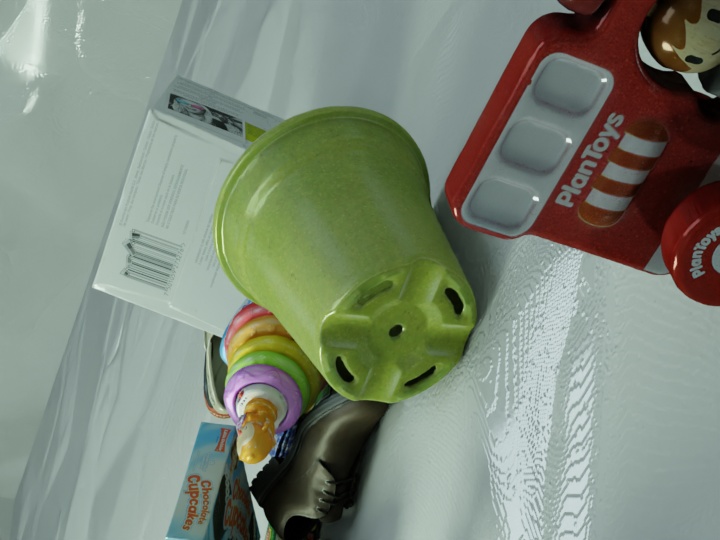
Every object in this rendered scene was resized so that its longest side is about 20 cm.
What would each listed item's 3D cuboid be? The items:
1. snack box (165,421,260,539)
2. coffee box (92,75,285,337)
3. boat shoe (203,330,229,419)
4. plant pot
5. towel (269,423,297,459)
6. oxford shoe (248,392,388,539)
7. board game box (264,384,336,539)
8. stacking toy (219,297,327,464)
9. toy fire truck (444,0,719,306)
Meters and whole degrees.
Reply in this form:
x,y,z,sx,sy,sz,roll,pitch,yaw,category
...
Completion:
x,y,z,sx,sy,sz,roll,pitch,yaw,category
-0.130,0.242,1.134,0.201,0.037,0.117,85,-166,-50,snack box
-0.150,-0.065,1.339,0.198,0.198,0.202,-92,24,-71,coffee box
-0.162,0.081,1.533,0.063,0.070,0.203,117,157,-74,boat shoe
0.000,0.000,1.000,0.202,0.198,0.185,-66,33,24,plant pot
-0.073,0.092,1.296,0.145,0.024,0.203,-163,87,-78,towel
-0.023,0.174,1.109,0.201,0.072,0.085,-56,51,37,oxford shoe
-0.055,0.198,1.227,0.105,0.023,0.203,172,111,-72,board game box
-0.081,0.105,1.099,0.116,0.109,0.201,-50,11,26,stacking toy
0.151,-0.086,0.619,0.113,0.166,0.201,-101,31,-51,toy fire truck
